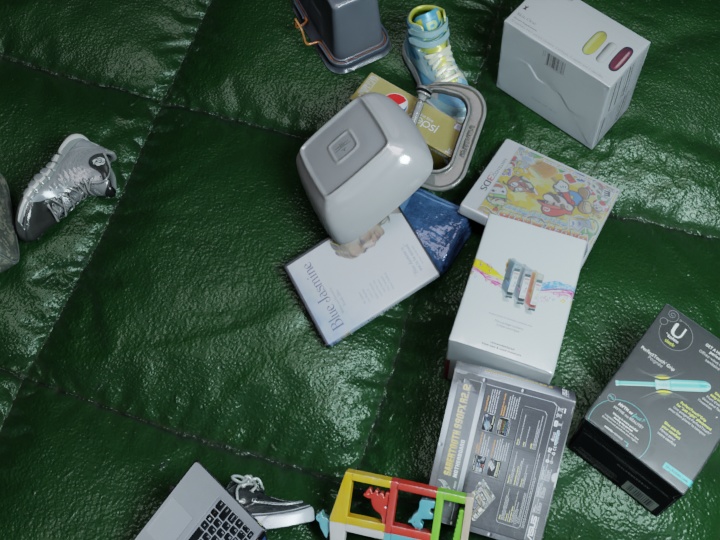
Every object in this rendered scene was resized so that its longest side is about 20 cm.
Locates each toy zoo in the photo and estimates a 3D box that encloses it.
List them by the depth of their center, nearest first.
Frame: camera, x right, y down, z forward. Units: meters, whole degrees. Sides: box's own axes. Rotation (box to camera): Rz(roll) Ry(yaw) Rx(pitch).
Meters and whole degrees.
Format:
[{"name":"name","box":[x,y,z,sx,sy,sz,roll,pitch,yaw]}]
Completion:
[{"name":"toy zoo","box":[0.038,0.331,1.070,0.195,0.020,0.134,9,92,10]}]

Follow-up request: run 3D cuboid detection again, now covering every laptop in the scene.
[{"name":"laptop","box":[-0.204,0.374,1.009,0.199,0.116,0.188,41,95,12]}]

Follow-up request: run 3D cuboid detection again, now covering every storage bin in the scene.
[{"name":"storage bin","box":[-0.046,-0.462,1.437,0.143,0.135,0.202,-25,64,-9]}]

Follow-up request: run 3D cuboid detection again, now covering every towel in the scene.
[{"name":"towel","box":[0.066,-0.080,1.290,0.197,0.049,0.113,28,69,16]}]

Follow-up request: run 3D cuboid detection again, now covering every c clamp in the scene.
[{"name":"c clamp","box":[0.096,-0.206,1.286,0.168,0.027,0.203,24,81,17]}]

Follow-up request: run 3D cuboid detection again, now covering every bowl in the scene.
[{"name":"bowl","box":[-0.007,-0.165,1.249,0.199,0.075,0.201,-38,48,11]}]

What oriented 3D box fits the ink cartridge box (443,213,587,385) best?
[{"name":"ink cartridge box","box":[0.211,0.055,1.159,0.142,0.146,0.203,17,65,12]}]

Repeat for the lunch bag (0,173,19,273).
[{"name":"lunch bag","box":[-0.629,-0.065,1.278,0.166,0.139,0.203,-29,61,8]}]

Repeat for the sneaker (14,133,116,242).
[{"name":"sneaker","box":[-0.450,-0.122,1.331,0.113,0.075,0.203,18,65,10]}]

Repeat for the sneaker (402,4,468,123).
[{"name":"sneaker","box":[0.126,-0.343,1.369,0.078,0.131,0.202,-26,65,-11]}]

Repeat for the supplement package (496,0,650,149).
[{"name":"supplement package","box":[0.329,-0.324,1.332,0.199,0.157,0.111,38,71,20]}]

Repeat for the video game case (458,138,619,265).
[{"name":"video game case","box":[0.272,-0.105,1.275,0.197,0.023,0.183,27,52,15]}]

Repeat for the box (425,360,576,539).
[{"name":"box","box":[0.174,0.235,1.073,0.155,0.048,0.205,13,98,11]}]

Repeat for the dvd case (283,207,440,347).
[{"name":"dvd case","box":[0.000,0.000,1.243,0.198,0.018,0.144,-32,72,2]}]

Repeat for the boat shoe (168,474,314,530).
[{"name":"boat shoe","box":[-0.157,0.302,1.103,0.195,0.074,0.070,-4,77,12]}]

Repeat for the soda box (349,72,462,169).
[{"name":"soda box","box":[0.079,-0.232,1.352,0.198,0.068,0.064,34,71,18]}]

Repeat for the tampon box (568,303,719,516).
[{"name":"tampon box","box":[0.392,0.181,1.096,0.149,0.127,0.200,37,70,19]}]
